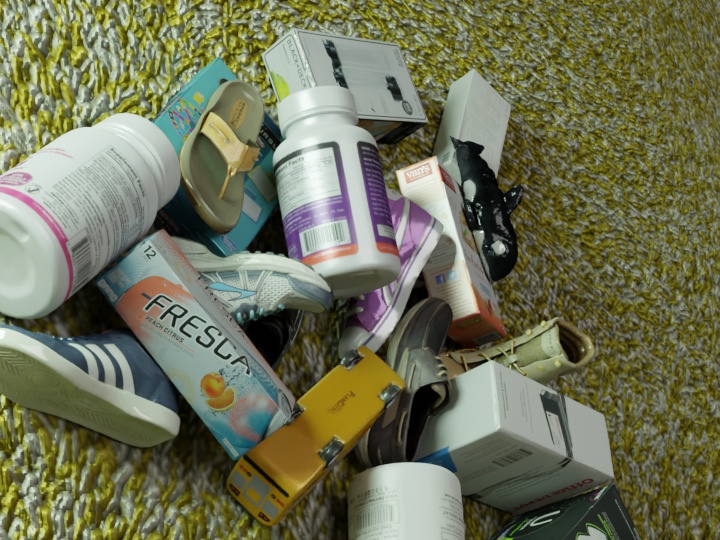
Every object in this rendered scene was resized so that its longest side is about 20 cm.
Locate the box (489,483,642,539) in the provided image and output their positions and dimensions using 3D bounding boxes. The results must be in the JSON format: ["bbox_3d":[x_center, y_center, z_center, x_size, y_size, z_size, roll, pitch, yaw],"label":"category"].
[{"bbox_3d":[0.198,0.334,1.276,0.200,0.148,0.125,-24,87,-53],"label":"box"}]

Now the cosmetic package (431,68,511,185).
[{"bbox_3d":[0.147,-0.174,1.629,0.082,0.051,0.201,40,42,-22],"label":"cosmetic package"}]

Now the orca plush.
[{"bbox_3d":[0.169,-0.086,1.491,0.105,0.071,0.201,57,20,-45],"label":"orca plush"}]

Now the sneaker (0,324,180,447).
[{"bbox_3d":[-0.231,0.076,1.016,0.200,0.075,0.085,37,44,-42],"label":"sneaker"}]

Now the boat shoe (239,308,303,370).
[{"bbox_3d":[-0.093,0.065,1.191,0.069,0.056,0.200,48,39,-16],"label":"boat shoe"}]

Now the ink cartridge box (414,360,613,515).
[{"bbox_3d":[0.158,0.188,1.329,0.199,0.144,0.085,27,48,-37],"label":"ink cartridge box"}]

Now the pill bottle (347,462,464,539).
[{"bbox_3d":[0.046,0.295,1.154,0.114,0.114,0.201,26,49,-37],"label":"pill bottle"}]

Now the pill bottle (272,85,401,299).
[{"bbox_3d":[-0.029,-0.080,1.242,0.111,0.111,0.201,6,68,-47],"label":"pill bottle"}]

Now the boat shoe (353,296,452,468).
[{"bbox_3d":[0.062,0.122,1.271,0.201,0.073,0.075,-66,147,-22],"label":"boat shoe"}]

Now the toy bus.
[{"bbox_3d":[-0.038,0.153,1.162,0.065,0.078,0.200,39,40,10],"label":"toy bus"}]

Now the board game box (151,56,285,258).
[{"bbox_3d":[-0.151,-0.107,1.244,0.151,0.047,0.200,49,38,-15],"label":"board game box"}]

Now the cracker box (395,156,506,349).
[{"bbox_3d":[0.108,-0.019,1.439,0.134,0.057,0.201,36,37,-66],"label":"cracker box"}]

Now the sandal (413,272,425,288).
[{"bbox_3d":[0.018,-0.040,1.392,0.202,0.050,0.083,21,52,-43],"label":"sandal"}]

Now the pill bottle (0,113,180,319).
[{"bbox_3d":[-0.246,-0.054,1.046,0.114,0.113,0.200,53,37,-9],"label":"pill bottle"}]

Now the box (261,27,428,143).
[{"bbox_3d":[-0.016,-0.218,1.462,0.199,0.060,0.117,-6,71,-51],"label":"box"}]

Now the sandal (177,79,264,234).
[{"bbox_3d":[-0.127,-0.124,1.199,0.080,0.054,0.201,39,42,-26],"label":"sandal"}]

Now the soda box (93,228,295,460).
[{"bbox_3d":[-0.142,0.063,1.061,0.200,0.063,0.068,52,8,-7],"label":"soda box"}]

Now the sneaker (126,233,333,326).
[{"bbox_3d":[-0.124,0.030,1.141,0.199,0.078,0.087,9,68,-12],"label":"sneaker"}]

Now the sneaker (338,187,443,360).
[{"bbox_3d":[0.000,0.000,1.313,0.114,0.073,0.201,35,63,-17],"label":"sneaker"}]

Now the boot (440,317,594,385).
[{"bbox_3d":[0.157,0.106,1.371,0.199,0.155,0.073,11,59,-45],"label":"boot"}]
